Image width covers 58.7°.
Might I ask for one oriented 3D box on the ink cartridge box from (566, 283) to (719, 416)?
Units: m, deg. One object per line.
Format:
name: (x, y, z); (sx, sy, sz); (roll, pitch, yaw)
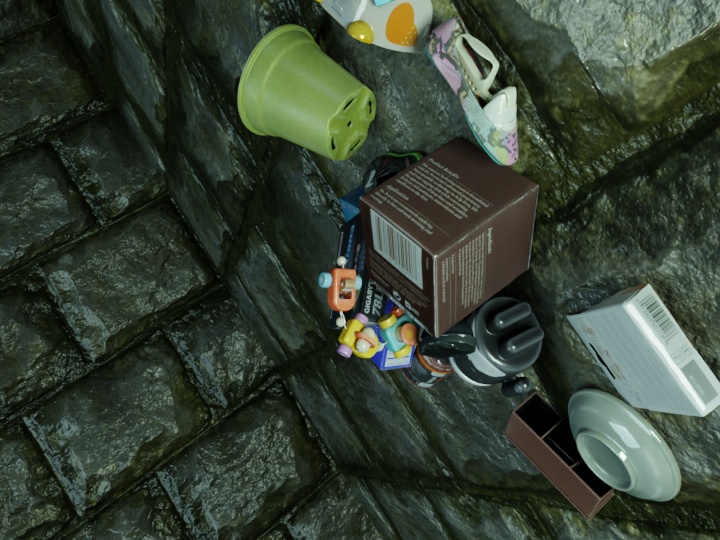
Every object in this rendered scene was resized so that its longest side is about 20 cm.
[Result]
ink cartridge box: (0.367, 0.108, 0.846); (0.164, 0.050, 0.200); (56, 176, 6)

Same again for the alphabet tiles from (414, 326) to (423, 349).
alphabet tiles: (0.102, 0.069, 1.226); (0.169, 0.007, 0.203); (-118, 36, -45)

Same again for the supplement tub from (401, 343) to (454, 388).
supplement tub: (0.150, 0.161, 1.274); (0.108, 0.106, 0.201); (53, 158, 12)

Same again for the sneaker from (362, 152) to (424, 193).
sneaker: (0.046, -0.159, 1.113); (0.078, 0.083, 0.199); (63, 158, -11)

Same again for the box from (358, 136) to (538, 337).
box: (0.125, -0.051, 0.925); (0.166, 0.198, 0.167); (41, 152, 37)

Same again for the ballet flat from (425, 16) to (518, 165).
ballet flat: (0.156, -0.232, 0.819); (0.071, 0.069, 0.203); (-32, 88, 49)

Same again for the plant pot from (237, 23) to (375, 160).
plant pot: (-0.079, -0.289, 1.109); (0.183, 0.200, 0.202); (34, 150, 22)

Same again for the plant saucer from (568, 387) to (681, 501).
plant saucer: (0.385, 0.277, 0.978); (0.201, 0.050, 0.202); (49, 159, 25)

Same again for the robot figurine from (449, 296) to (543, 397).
robot figurine: (0.220, 0.117, 1.049); (0.122, 0.154, 0.200); (16, 157, -7)

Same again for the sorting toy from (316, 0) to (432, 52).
sorting toy: (0.019, -0.423, 0.850); (0.201, 0.105, 0.182); (48, 137, 24)

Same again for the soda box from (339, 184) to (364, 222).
soda box: (0.043, -0.095, 1.228); (0.199, 0.063, 0.069); (35, 149, 47)

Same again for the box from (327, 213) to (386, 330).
box: (0.000, 0.000, 1.145); (0.198, 0.049, 0.205); (159, 121, -68)

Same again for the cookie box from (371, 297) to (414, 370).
cookie box: (0.050, 0.060, 1.243); (0.171, 0.073, 0.205); (-135, 50, -57)

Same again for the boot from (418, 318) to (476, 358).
boot: (0.138, 0.046, 1.014); (0.200, 0.074, 0.173); (114, 164, -78)

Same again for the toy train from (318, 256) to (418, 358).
toy train: (0.027, 0.063, 1.003); (0.055, 0.196, 0.154); (-5, 77, 57)

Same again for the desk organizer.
desk organizer: (0.344, 0.313, 1.099); (0.200, 0.071, 0.078); (45, 152, 31)
